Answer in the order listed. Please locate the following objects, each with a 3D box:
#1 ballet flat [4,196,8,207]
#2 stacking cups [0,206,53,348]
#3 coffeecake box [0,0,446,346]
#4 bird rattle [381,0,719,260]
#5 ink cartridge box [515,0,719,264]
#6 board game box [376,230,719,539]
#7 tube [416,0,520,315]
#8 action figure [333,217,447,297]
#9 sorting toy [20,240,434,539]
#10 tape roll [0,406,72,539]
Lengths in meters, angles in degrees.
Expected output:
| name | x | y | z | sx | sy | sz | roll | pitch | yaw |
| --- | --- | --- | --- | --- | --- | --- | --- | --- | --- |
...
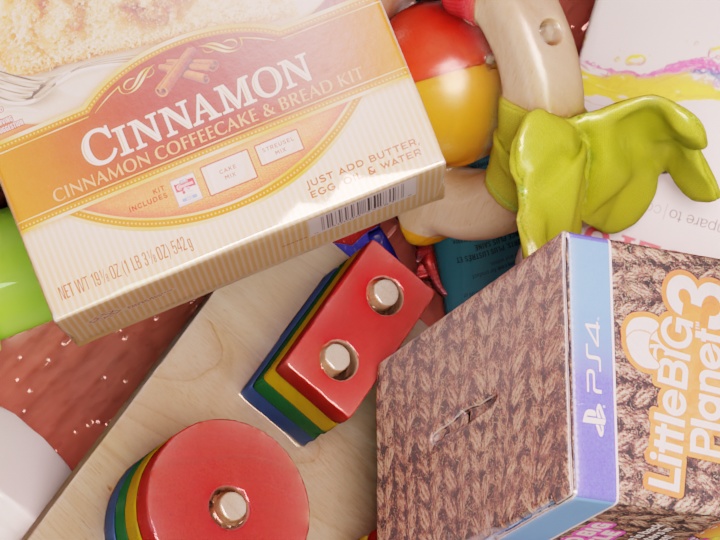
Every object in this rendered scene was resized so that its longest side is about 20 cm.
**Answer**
| name | x | y | z | sx | sy | sz | roll | pitch | yaw |
| --- | --- | --- | --- | --- | --- | --- | --- | --- | --- |
| ballet flat | -0.179 | -0.007 | 1.177 | 0.075 | 0.068 | 0.202 | 2 | 102 | -29 |
| stacking cups | -0.099 | -0.010 | 1.129 | 0.199 | 0.060 | 0.061 | -18 | 104 | -11 |
| coffeecake box | -0.075 | -0.096 | 1.041 | 0.153 | 0.073 | 0.201 | -22 | 81 | -2 |
| bird rattle | 0.040 | -0.083 | 1.081 | 0.112 | 0.163 | 0.201 | -31 | 97 | -37 |
| ink cartridge box | 0.163 | -0.072 | 1.165 | 0.147 | 0.086 | 0.201 | 17 | 86 | 12 |
| board game box | 0.127 | 0.070 | 1.059 | 0.199 | 0.159 | 0.098 | 10 | 67 | -23 |
| tube | 0.054 | -0.049 | 1.214 | 0.077 | 0.050 | 0.201 | -16 | 110 | -2 |
| action figure | 0.000 | 0.000 | 1.214 | 0.065 | 0.052 | 0.201 | -17 | 102 | 0 |
| sorting toy | -0.001 | 0.101 | 1.119 | 0.200 | 0.070 | 0.199 | 41 | 60 | -8 |
| tape roll | -0.204 | 0.145 | 1.152 | 0.201 | 0.071 | 0.204 | -1 | 115 | -3 |
